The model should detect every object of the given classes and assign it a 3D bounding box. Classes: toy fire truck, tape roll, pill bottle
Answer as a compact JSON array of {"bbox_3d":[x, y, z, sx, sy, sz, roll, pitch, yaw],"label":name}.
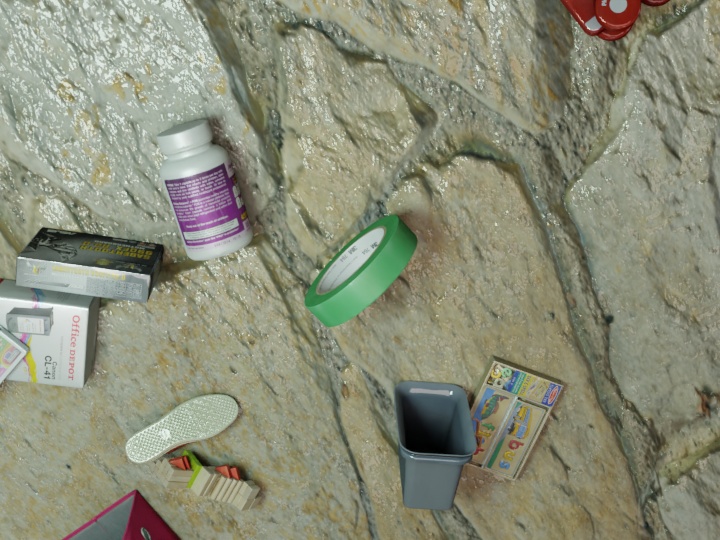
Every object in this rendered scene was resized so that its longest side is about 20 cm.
[{"bbox_3d":[0.382,-0.450,1.596,0.200,0.112,0.168,-38,87,8],"label":"toy fire truck"},{"bbox_3d":[0.000,0.000,1.666,0.200,0.200,0.048,-41,105,10],"label":"tape roll"},{"bbox_3d":[-0.244,-0.126,1.659,0.112,0.112,0.200,-15,109,2],"label":"pill bottle"}]

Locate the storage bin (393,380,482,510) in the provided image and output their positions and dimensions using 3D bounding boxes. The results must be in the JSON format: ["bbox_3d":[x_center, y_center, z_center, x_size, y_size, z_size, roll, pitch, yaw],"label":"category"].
[{"bbox_3d":[0.123,0.296,1.781,0.145,0.200,0.135,4,119,-4],"label":"storage bin"}]

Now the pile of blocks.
[{"bbox_3d":[-0.254,0.346,1.832,0.200,0.082,0.062,24,103,-25],"label":"pile of blocks"}]

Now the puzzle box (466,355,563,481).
[{"bbox_3d":[0.248,0.258,1.854,0.133,0.025,0.200,20,106,-9],"label":"puzzle box"}]

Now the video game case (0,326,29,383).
[{"bbox_3d":[-0.641,0.112,1.681,0.200,0.018,0.143,41,104,-11],"label":"video game case"}]

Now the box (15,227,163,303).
[{"bbox_3d":[-0.416,-0.010,1.665,0.200,0.158,0.048,8,107,-5],"label":"box"}]

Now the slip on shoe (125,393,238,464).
[{"bbox_3d":[-0.301,0.266,1.815,0.200,0.061,0.074,-26,84,-7],"label":"slip on shoe"}]

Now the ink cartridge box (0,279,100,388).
[{"bbox_3d":[-0.533,0.100,1.733,0.200,0.086,0.148,7,107,-3],"label":"ink cartridge box"}]

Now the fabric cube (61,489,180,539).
[{"bbox_3d":[-0.406,0.538,1.823,0.200,0.196,0.199,-35,106,8],"label":"fabric cube"}]
